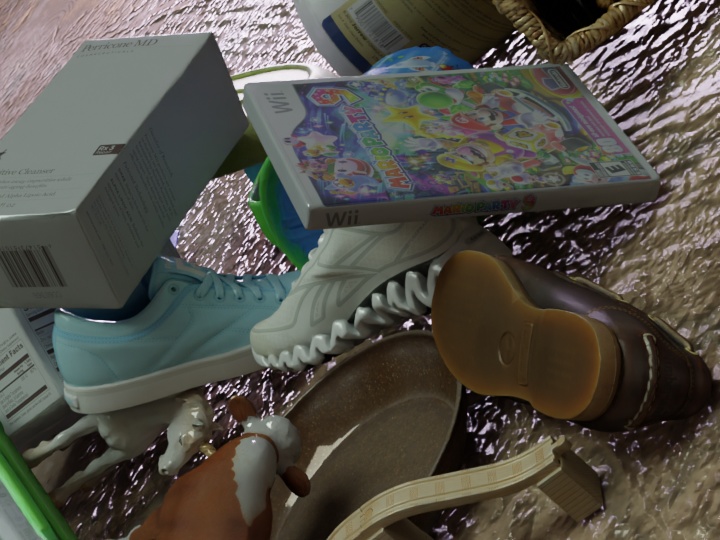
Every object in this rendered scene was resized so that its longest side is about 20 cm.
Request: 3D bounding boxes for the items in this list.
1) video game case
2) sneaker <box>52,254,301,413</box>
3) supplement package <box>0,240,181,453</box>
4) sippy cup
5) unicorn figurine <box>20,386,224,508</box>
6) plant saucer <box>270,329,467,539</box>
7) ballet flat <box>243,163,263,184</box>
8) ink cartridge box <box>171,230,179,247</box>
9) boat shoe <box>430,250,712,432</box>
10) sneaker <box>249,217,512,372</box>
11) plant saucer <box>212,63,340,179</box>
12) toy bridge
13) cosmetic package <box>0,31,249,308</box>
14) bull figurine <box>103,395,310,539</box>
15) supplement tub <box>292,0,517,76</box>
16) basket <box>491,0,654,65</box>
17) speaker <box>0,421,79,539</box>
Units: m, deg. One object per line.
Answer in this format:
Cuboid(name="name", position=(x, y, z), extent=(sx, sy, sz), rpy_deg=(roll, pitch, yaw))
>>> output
Cuboid(name="video game case", position=(0.048, -0.072, 1.102), extent=(0.143, 0.200, 0.018), rpy_deg=(-118, 28, -53))
Cuboid(name="sneaker", position=(-0.100, 0.024, 1.261), extent=(0.200, 0.082, 0.074), rpy_deg=(-21, 23, -14))
Cuboid(name="supplement package", position=(-0.230, 0.054, 1.396), extent=(0.156, 0.111, 0.200), rpy_deg=(-27, -6, -46))
Cuboid(name="sippy cup", position=(0.025, -0.067, 1.220), extent=(0.130, 0.178, 0.140), rpy_deg=(-55, -16, -43))
Cuboid(name="unicorn figurine", position=(-0.151, 0.106, 1.315), extent=(0.137, 0.074, 0.200), rpy_deg=(-33, 20, 10))
Cuboid(name="plant saucer", position=(-0.008, 0.123, 1.084), extent=(0.200, 0.037, 0.201), rpy_deg=(-38, 25, 22))
Cuboid(name="ballet flat", position=(-0.028, -0.074, 1.411), extent=(0.071, 0.071, 0.200), rpy_deg=(-51, 22, -6))
Cuboid(name="ink cartridge box", position=(-0.230, 0.028, 1.586), extent=(0.200, 0.076, 0.137), rpy_deg=(-40, 24, 24))
Cuboid(name="boat shoe", position=(0.100, 0.038, 0.989), extent=(0.200, 0.070, 0.071), rpy_deg=(-145, 63, -64))
Cuboid(name="sneaker", position=(0.000, 0.000, 1.158), extent=(0.200, 0.081, 0.075), rpy_deg=(-29, 3, 43))
Cuboid(name="plant saucer", position=(-0.099, -0.108, 1.430), extent=(0.200, 0.031, 0.200), rpy_deg=(-17, 17, 5))
Cuboid(name="toy bridge", position=(0.025, 0.138, 0.960), extent=(0.200, 0.067, 0.027), rpy_deg=(-40, 24, 22))
Cuboid(name="cosmetic package", position=(-0.167, -0.067, 1.277), extent=(0.113, 0.081, 0.200), rpy_deg=(-2, 40, 27))
Cuboid(name="bull figurine", position=(-0.086, 0.156, 1.046), extent=(0.121, 0.065, 0.200), rpy_deg=(-42, 21, 27))
Cuboid(name="supplement tub", position=(0.064, -0.221, 1.359), extent=(0.200, 0.144, 0.145), rpy_deg=(-34, 27, 32))
Cuboid(name="basket", position=(0.114, -0.238, 1.180), extent=(0.143, 0.200, 0.149), rpy_deg=(-39, -2, 14))
Cuboid(name="speaker", position=(-0.227, 0.167, 1.242), extent=(0.088, 0.088, 0.200), rpy_deg=(-46, 55, 6))
